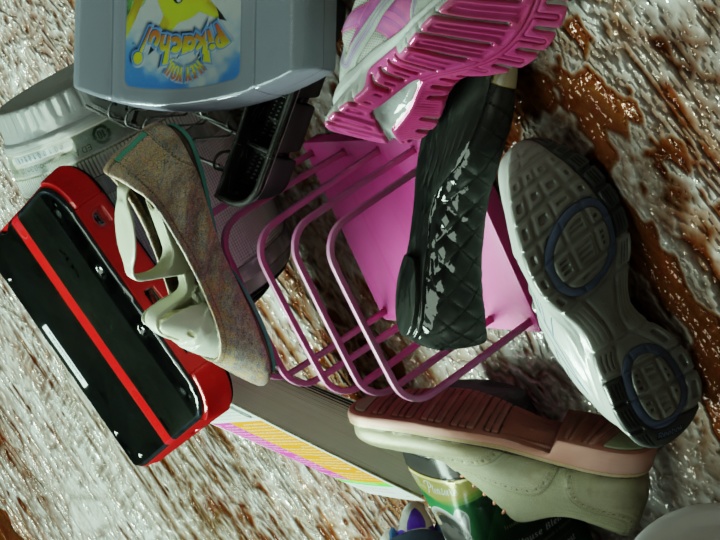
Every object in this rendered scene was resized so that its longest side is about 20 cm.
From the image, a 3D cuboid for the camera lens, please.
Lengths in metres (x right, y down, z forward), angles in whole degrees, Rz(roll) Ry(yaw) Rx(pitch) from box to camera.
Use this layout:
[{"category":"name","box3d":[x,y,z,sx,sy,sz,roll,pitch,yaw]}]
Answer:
[{"category":"camera lens","box3d":[-0.153,-0.055,1.860,0.160,0.160,0.201,-1,118,62]}]

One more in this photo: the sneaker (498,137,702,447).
[{"category":"sneaker","box3d":[0.126,0.014,1.539,0.087,0.074,0.201,10,127,65]}]

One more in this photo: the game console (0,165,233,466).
[{"category":"game console","box3d":[-0.174,0.033,1.797,0.200,0.031,0.177,55,152,2]}]

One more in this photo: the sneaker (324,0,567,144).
[{"category":"sneaker","box3d":[0.043,-0.151,1.481,0.200,0.081,0.089,-32,54,47]}]

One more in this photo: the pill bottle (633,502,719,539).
[{"category":"pill bottle","box3d":[0.221,0.248,1.577,0.116,0.116,0.201,34,147,41]}]

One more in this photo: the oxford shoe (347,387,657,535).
[{"category":"oxford shoe","box3d":[0.085,0.123,1.632,0.199,0.071,0.074,11,112,19]}]

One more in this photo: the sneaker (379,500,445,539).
[{"category":"sneaker","box3d":[0.037,0.219,1.866,0.200,0.080,0.147,82,179,-55]}]

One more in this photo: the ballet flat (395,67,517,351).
[{"category":"ballet flat","box3d":[0.065,-0.047,1.551,0.066,0.057,0.201,-127,45,-59]}]

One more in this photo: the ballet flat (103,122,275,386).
[{"category":"ballet flat","box3d":[-0.117,0.001,1.669,0.068,0.067,0.201,17,134,53]}]

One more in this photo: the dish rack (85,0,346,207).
[{"category":"dish rack","box3d":[-0.107,-0.143,1.696,0.200,0.054,0.154,27,102,32]}]

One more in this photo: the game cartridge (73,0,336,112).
[{"category":"game cartridge","box3d":[-0.102,-0.168,1.642,0.199,0.040,0.134,-2,89,36]}]

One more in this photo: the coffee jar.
[{"category":"coffee jar","box3d":[0.101,0.169,1.740,0.104,0.085,0.201,12,131,65]}]

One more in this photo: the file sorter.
[{"category":"file sorter","box3d":[0.000,0.000,1.684,0.200,0.125,0.139,3,122,60]}]

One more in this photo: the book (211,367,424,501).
[{"category":"book","box3d":[-0.056,0.109,1.878,0.199,0.048,0.134,25,165,-19]}]
